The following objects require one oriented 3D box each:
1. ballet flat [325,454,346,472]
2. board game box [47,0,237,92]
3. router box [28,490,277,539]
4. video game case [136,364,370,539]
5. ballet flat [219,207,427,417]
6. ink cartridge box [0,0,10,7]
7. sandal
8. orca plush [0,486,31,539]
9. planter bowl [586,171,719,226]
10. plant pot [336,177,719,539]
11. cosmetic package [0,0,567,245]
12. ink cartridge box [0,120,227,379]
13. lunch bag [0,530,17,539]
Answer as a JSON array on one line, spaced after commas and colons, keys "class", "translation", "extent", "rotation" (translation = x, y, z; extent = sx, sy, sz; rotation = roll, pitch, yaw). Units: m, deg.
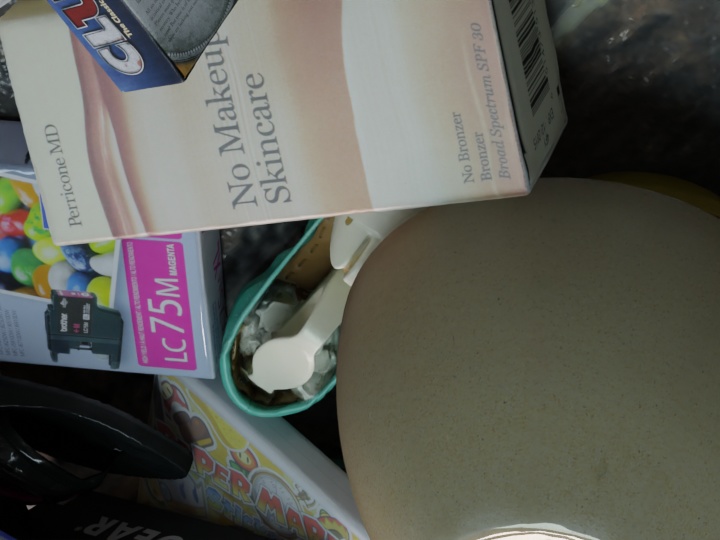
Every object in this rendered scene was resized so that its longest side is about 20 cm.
[{"class": "ballet flat", "translation": [0.005, 0.162, 1.360], "extent": [0.072, 0.068, 0.200], "rotation": [15, 137, 28]}, {"class": "board game box", "translation": [-0.063, -0.180, 0.965], "extent": [0.035, 0.200, 0.136], "rotation": [-6, 132, 44]}, {"class": "router box", "translation": [-0.075, 0.195, 1.322], "extent": [0.200, 0.052, 0.157], "rotation": [10, 122, 46]}, {"class": "video game case", "translation": [-0.032, 0.153, 1.306], "extent": [0.200, 0.023, 0.182], "rotation": [40, 140, 27]}, {"class": "ballet flat", "translation": [0.000, 0.000, 1.202], "extent": [0.067, 0.070, 0.200], "rotation": [29, 131, -13]}, {"class": "ink cartridge box", "translation": [-0.199, -0.162, 1.003], "extent": [0.200, 0.145, 0.085], "rotation": [23, 131, 23]}, {"class": "sandal", "translation": [-0.177, 0.075, 1.287], "extent": [0.200, 0.048, 0.075], "rotation": [15, 161, -3]}, {"class": "orca plush", "translation": [-0.240, 0.091, 1.351], "extent": [0.200, 0.071, 0.105], "rotation": [6, 150, 31]}, {"class": "planter bowl", "translation": [0.115, 0.020, 1.184], "extent": [0.200, 0.084, 0.201], "rotation": [6, 132, 7]}, {"class": "plant pot", "translation": [0.079, 0.082, 1.100], "extent": [0.200, 0.135, 0.200], "rotation": [7, 132, 7]}, {"class": "cosmetic package", "translation": [-0.029, -0.078, 1.109], "extent": [0.200, 0.087, 0.103], "rotation": [-7, 111, 19]}, {"class": "ink cartridge box", "translation": [-0.162, -0.012, 1.251], "extent": [0.200, 0.042, 0.119], "rotation": [6, 132, 10]}, {"class": "lunch bag", "translation": [-0.186, 0.173, 1.245], "extent": [0.170, 0.124, 0.200], "rotation": [35, 159, -22]}]
